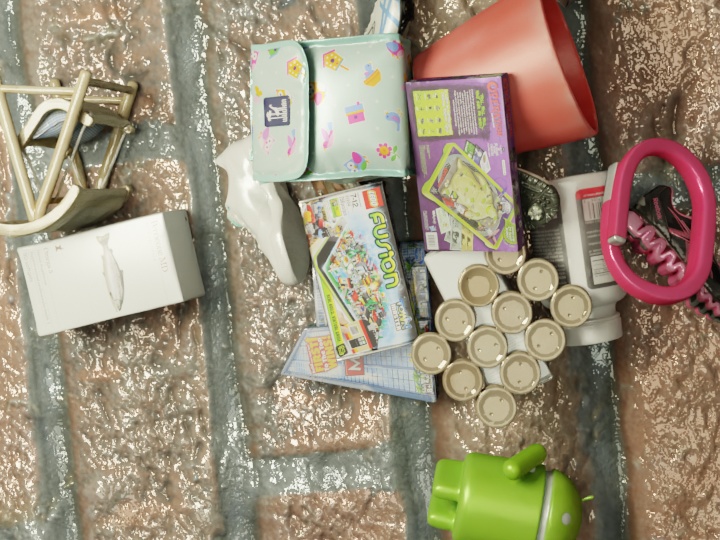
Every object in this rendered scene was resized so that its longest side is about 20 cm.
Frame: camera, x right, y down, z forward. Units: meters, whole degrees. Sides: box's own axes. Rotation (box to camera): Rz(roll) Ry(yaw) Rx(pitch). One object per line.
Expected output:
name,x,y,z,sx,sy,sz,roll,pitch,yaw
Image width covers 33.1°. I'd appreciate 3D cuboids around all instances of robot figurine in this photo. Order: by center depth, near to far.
robot figurine,0.185,0.294,1.509,0.197,0.116,0.178,11,112,5

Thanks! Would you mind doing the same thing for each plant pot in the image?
plant pot,0.169,-0.221,1.444,0.175,0.200,0.203,-20,92,19

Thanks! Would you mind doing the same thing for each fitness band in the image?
fitness band,0.353,-0.059,1.423,0.142,0.037,0.203,18,68,-16

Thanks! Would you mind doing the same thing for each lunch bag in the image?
lunch bag,-0.038,-0.189,1.434,0.197,0.122,0.173,-1,96,8

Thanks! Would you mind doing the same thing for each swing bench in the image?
swing bench,-0.367,-0.143,1.508,0.128,0.199,0.203,3,95,7

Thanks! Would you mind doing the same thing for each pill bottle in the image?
pill bottle,0.266,-0.014,1.477,0.109,0.111,0.203,-8,93,8

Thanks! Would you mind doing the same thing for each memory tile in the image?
memory tile,0.165,0.070,1.435,0.153,0.017,0.201,37,99,3

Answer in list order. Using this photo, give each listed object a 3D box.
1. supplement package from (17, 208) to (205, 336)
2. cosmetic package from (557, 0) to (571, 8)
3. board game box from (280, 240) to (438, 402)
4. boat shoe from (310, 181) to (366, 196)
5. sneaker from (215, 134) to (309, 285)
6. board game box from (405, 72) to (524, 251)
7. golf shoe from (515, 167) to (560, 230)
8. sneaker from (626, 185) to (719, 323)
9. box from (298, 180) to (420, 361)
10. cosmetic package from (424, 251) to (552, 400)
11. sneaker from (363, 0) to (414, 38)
supplement package,-0.316,0.001,1.553,0.197,0.117,0.119,-14,92,8
cosmetic package,0.277,-0.430,1.456,0.103,0.087,0.201,39,98,2
board game box,-0.006,0.070,1.545,0.197,0.062,0.203,-5,94,7
boat shoe,-0.062,-0.145,1.531,0.071,0.076,0.201,-34,88,11
sneaker,-0.129,-0.068,1.552,0.088,0.075,0.203,-22,79,20
board game box,0.120,-0.121,1.387,0.119,0.032,0.203,3,110,31
golf shoe,0.164,-0.101,1.452,0.198,0.088,0.078,10,119,43
sneaker,0.408,-0.022,1.484,0.095,0.079,0.200,-44,91,-8
box,0.000,0.000,1.491,0.108,0.035,0.203,-14,92,8
cosmetic package,0.158,0.050,1.498,0.080,0.113,0.202,-26,93,8
sneaker,0.024,-0.288,1.511,0.071,0.072,0.203,10,93,14
